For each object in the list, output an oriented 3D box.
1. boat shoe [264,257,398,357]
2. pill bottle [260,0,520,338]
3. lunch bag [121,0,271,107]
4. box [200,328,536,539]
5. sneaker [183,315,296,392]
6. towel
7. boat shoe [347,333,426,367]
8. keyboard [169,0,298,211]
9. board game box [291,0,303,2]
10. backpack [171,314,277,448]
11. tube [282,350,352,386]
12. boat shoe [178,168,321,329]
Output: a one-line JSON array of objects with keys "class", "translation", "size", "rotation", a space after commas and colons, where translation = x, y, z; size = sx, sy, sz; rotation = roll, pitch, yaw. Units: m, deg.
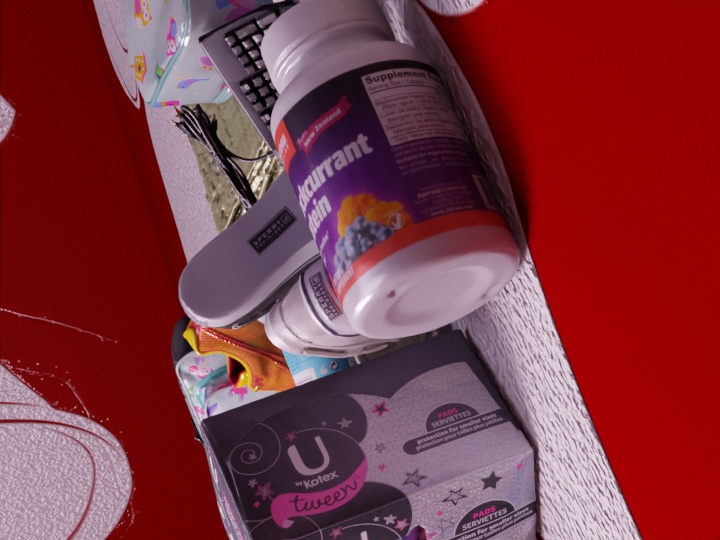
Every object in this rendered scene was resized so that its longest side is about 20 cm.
[{"class": "boat shoe", "translation": [0.000, 0.025, 1.134], "size": [0.072, 0.066, 0.200], "rotation": [59, -158, 5]}, {"class": "pill bottle", "translation": [0.010, -0.069, 1.046], "size": [0.111, 0.111, 0.200], "rotation": [96, 153, -64]}, {"class": "lunch bag", "translation": [-0.117, -0.221, 1.214], "size": [0.160, 0.077, 0.201], "rotation": [141, 123, -60]}, {"class": "box", "translation": [0.007, 0.148, 1.175], "size": [0.132, 0.199, 0.115], "rotation": [-120, 15, -44]}, {"class": "sneaker", "translation": [-0.068, 0.068, 1.398], "size": [0.200, 0.077, 0.073], "rotation": [31, -170, -41]}, {"class": "towel", "translation": [-0.088, -0.126, 1.287], "size": [0.149, 0.036, 0.200], "rotation": [-63, 34, 35]}, {"class": "boat shoe", "translation": [0.000, 0.000, 1.282], "size": [0.068, 0.072, 0.201], "rotation": [89, 168, -70]}, {"class": "keyboard", "translation": [-0.049, -0.083, 1.165], "size": [0.200, 0.127, 0.021], "rotation": [56, -155, -26]}, {"class": "board game box", "translation": [-0.041, -0.267, 1.169], "size": [0.200, 0.036, 0.152], "rotation": [131, 121, -78]}, {"class": "backpack", "translation": [-0.068, 0.126, 1.562], "size": [0.151, 0.177, 0.200], "rotation": [-114, 7, -57]}, {"class": "tube", "translation": [-0.044, 0.028, 1.305], "size": [0.050, 0.077, 0.201], "rotation": [-12, -100, -64]}, {"class": "boat shoe", "translation": [-0.035, -0.032, 1.147], "size": [0.069, 0.200, 0.057], "rotation": [54, -178, 19]}]
